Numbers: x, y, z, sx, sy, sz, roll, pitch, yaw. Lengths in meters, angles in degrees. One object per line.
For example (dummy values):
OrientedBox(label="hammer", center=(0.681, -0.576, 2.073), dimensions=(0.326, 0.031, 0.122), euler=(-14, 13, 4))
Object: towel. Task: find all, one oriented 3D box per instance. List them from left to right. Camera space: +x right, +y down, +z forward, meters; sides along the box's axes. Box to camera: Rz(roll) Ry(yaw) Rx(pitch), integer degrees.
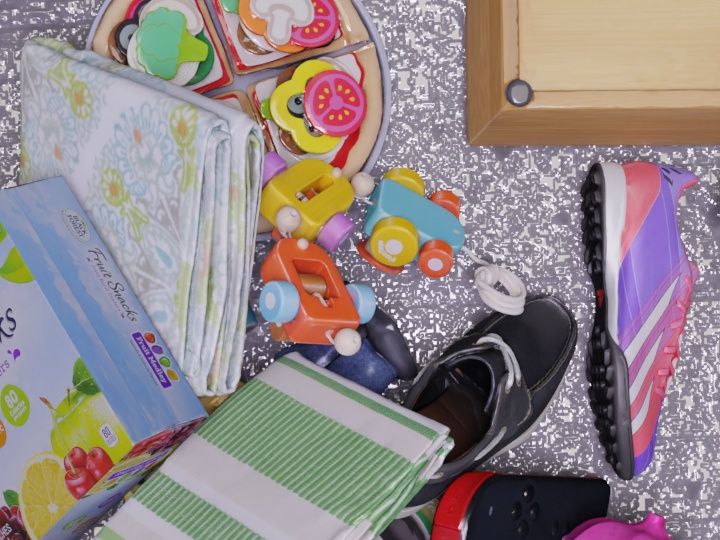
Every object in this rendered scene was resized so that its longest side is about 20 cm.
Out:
OrientedBox(label="towel", center=(-0.136, -0.032, 0.914), dimensions=(0.199, 0.048, 0.173), euler=(24, 115, 39))
OrientedBox(label="towel", center=(-0.060, 0.136, 0.842), dimensions=(0.152, 0.023, 0.200), euler=(23, 62, 42))

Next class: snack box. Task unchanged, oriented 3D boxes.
OrientedBox(label="snack box", center=(-0.201, 0.072, 0.910), dimensions=(0.200, 0.067, 0.169), euler=(-42, 75, 36))

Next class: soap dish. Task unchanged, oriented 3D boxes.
OrientedBox(label="soap dish", center=(0.166, -0.160, 0.978), dimensions=(0.198, 0.081, 0.159), euler=(0, 88, 1))

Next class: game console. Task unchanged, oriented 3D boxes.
OrientedBox(label="game console", center=(0.092, 0.222, 0.930), dimensions=(0.031, 0.176, 0.202), euler=(8, 87, 41))

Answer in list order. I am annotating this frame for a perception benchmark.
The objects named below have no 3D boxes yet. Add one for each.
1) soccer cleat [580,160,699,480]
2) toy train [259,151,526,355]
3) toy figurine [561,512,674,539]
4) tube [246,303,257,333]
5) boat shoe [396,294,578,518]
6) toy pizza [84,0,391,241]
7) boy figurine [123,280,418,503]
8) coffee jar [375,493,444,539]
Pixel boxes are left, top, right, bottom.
OrientedBox(label="soccer cleat", center=(0.181, 0.031, 0.980), dimensions=(0.072, 0.068, 0.202), euler=(-1, 85, -4))
OrientedBox(label="toy train", center=(0.000, 0.000, 0.933), dimensions=(0.056, 0.199, 0.151), euler=(-52, 55, 34))
OrientedBox(label="toy figurine", center=(0.154, 0.242, 0.919), dimensions=(0.199, 0.150, 0.185), euler=(-20, 90, -14))
OrientedBox(label="tube", center=(-0.135, -0.040, 0.994), dimensions=(0.077, 0.050, 0.201), euler=(-29, 83, -14))
OrientedBox(label="boat shoe", center=(0.075, 0.072, 0.936), dimensions=(0.072, 0.068, 0.200), euler=(43, 51, 12))
OrientedBox(label="toy pizza", center=(-0.075, -0.119, 0.979), dimensions=(0.198, 0.032, 0.202), euler=(2, 81, -12))
OrientedBox(label="boy figurine", center=(-0.065, 0.092, 0.960), dimensions=(0.199, 0.065, 0.124), euler=(-35, 46, -11))
OrientedBox(label="coffee jar", center=(-0.008, 0.182, 0.914), dimensions=(0.104, 0.200, 0.085), euler=(46, 128, 3))
